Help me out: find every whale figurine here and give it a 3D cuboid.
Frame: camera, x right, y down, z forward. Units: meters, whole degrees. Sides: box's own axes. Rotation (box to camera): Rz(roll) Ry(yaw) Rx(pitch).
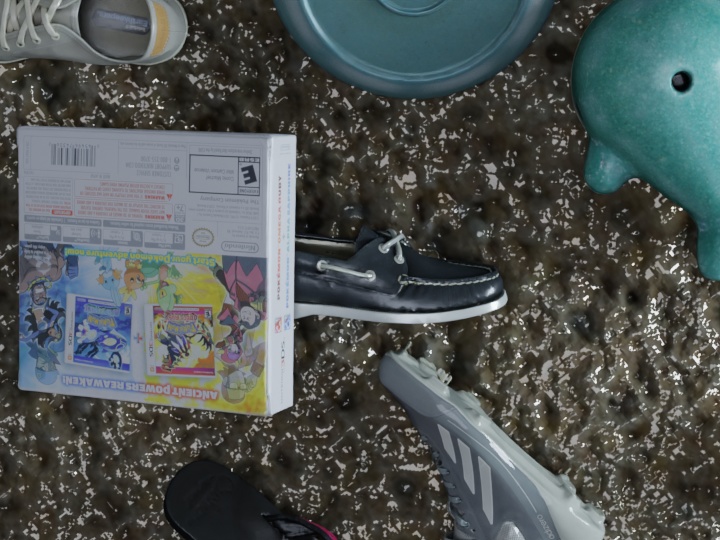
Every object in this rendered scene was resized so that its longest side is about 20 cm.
[{"bbox_3d":[0.220,-0.092,1.177,0.158,0.104,0.201,-26,95,5],"label":"whale figurine"}]

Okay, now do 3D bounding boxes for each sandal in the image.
[{"bbox_3d":[-0.048,0.202,1.235,0.199,0.045,0.075,36,59,0],"label":"sandal"}]

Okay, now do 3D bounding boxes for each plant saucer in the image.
[{"bbox_3d":[0.035,-0.201,1.178,0.198,0.027,0.202,1,117,1],"label":"plant saucer"}]

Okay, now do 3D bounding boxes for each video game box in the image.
[{"bbox_3d":[-0.138,-0.003,1.206,0.198,0.047,0.184,4,95,24],"label":"video game box"}]

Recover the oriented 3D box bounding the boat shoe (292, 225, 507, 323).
[{"bbox_3d":[0.000,0.000,1.215,0.198,0.076,0.061,-1,102,3],"label":"boat shoe"}]

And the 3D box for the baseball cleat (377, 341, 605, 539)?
[{"bbox_3d":[0.072,0.146,1.230,0.200,0.070,0.107,40,97,-1],"label":"baseball cleat"}]

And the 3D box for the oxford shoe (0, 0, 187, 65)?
[{"bbox_3d":[-0.217,-0.174,1.217,0.198,0.058,0.076,6,99,4],"label":"oxford shoe"}]
